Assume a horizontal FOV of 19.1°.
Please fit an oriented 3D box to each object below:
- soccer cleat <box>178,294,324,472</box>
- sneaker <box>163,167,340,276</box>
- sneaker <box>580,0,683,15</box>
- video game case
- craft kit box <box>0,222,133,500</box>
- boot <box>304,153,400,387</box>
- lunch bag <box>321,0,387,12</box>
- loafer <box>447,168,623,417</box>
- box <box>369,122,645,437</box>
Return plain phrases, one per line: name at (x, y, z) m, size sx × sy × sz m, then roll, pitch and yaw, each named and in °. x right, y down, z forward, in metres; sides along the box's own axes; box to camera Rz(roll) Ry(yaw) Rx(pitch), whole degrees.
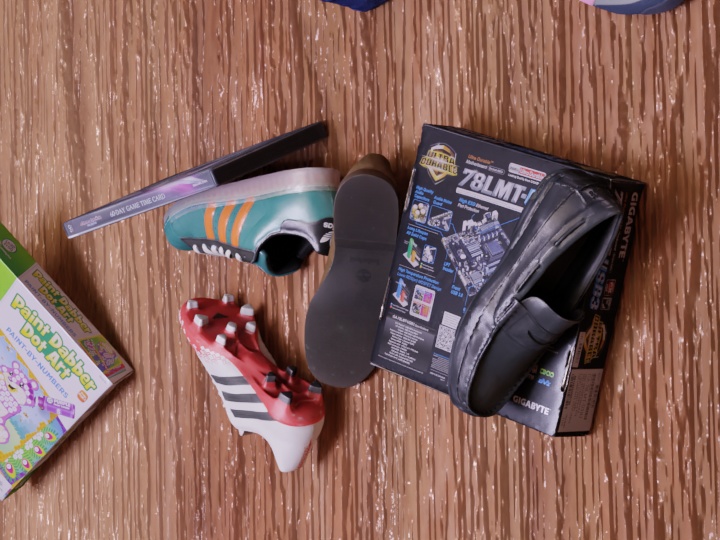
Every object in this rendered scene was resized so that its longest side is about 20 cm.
soccer cleat at (-0.099, 0.093, 1.832) m, size 0.200 × 0.068 × 0.085 m, roll 41°, pitch 131°, yaw 40°
sneaker at (-0.095, -0.031, 1.829) m, size 0.200 × 0.071 × 0.080 m, roll -14°, pitch 75°, yaw 43°
sneaker at (0.152, -0.234, 1.583) m, size 0.200 × 0.082 × 0.070 m, roll 20°, pitch 102°, yaw 43°
video game case at (-0.143, -0.077, 1.831) m, size 0.200 × 0.143 × 0.019 m, roll -15°, pitch 99°, yaw 43°
craft kit box at (-0.342, 0.085, 2.027) m, size 0.200 × 0.049 × 0.198 m, roll 47°, pitch 118°, yaw 4°
boot at (0.000, 0.000, 1.749) m, size 0.076 × 0.073 × 0.201 m, roll -80°, pitch 1°, yaw -65°
lunch bag at (-0.002, -0.300, 1.705) m, size 0.200 × 0.132 × 0.136 m, roll -28°, pitch 69°, yaw 41°
loafer at (0.125, 0.024, 1.543) m, size 0.070 × 0.068 × 0.201 m, roll 44°, pitch 114°, yaw 45°
box at (0.109, 0.004, 1.639) m, size 0.200 × 0.050 × 0.199 m, roll 19°, pitch 100°, yaw 42°
